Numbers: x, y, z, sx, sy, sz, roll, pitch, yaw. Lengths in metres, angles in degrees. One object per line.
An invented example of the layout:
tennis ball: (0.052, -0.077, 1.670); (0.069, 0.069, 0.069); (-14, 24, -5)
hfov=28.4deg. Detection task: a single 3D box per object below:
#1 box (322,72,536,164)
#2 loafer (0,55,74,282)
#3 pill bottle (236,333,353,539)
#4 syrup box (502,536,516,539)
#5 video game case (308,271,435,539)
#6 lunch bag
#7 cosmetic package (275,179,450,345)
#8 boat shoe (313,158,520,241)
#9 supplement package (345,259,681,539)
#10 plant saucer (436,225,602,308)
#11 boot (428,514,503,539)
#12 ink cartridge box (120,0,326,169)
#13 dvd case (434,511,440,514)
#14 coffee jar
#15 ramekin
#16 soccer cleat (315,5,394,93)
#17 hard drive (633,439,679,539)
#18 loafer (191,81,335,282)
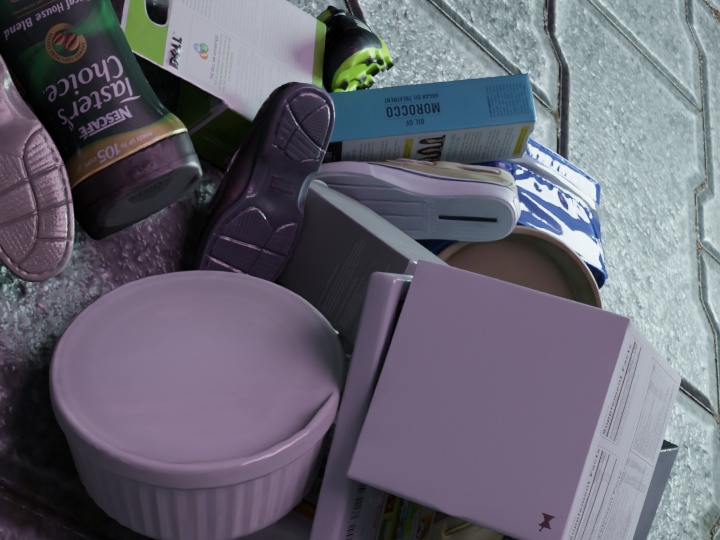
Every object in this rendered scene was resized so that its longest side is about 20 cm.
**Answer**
box: (0.053, -0.129, 1.279); (0.198, 0.082, 0.050); (-6, 71, -5)
loafer: (-0.256, -0.086, 0.997); (0.071, 0.063, 0.201); (-23, 91, -19)
pill bottle: (-0.038, 0.149, 1.079); (0.116, 0.116, 0.201); (47, 39, -21)
syrup box: (0.148, 0.235, 1.216); (0.081, 0.078, 0.202); (-8, 104, -54)
video game case: (0.029, 0.103, 1.002); (0.182, 0.023, 0.202); (6, 97, -65)
lunch bag: (0.140, -0.054, 1.393); (0.199, 0.135, 0.133); (28, 49, -35)
cosmetic package: (0.000, 0.000, 1.149); (0.106, 0.200, 0.091); (22, 98, -40)
boat shoe: (0.044, -0.066, 1.273); (0.062, 0.198, 0.072); (-76, 172, -57)
supplement package: (0.112, 0.103, 0.969); (0.200, 0.151, 0.152); (34, 74, -64)
plant saucer: (0.128, 0.055, 1.310); (0.200, 0.200, 0.029); (49, -3, -19)
boot: (0.101, 0.237, 1.138); (0.073, 0.199, 0.157); (14, 57, -76)
ink cartridge box: (-0.129, -0.182, 1.194); (0.199, 0.076, 0.149); (27, 51, -33)
dvd case: (0.049, 0.119, 1.176); (0.016, 0.148, 0.201); (56, 35, -36)
coffee jar: (-0.201, -0.128, 1.039); (0.104, 0.085, 0.201); (-30, 88, -20)
ramekin: (-0.110, 0.097, 0.971); (0.203, 0.201, 0.095); (-55, 156, -49)
soccer cleat: (-0.017, -0.206, 1.317); (0.081, 0.067, 0.200); (48, 10, -2)
hard drive: (0.185, 0.232, 1.139); (0.139, 0.033, 0.202); (3, 107, -55)
loafer: (-0.082, -0.057, 1.135); (0.072, 0.063, 0.201); (24, 92, -30)
